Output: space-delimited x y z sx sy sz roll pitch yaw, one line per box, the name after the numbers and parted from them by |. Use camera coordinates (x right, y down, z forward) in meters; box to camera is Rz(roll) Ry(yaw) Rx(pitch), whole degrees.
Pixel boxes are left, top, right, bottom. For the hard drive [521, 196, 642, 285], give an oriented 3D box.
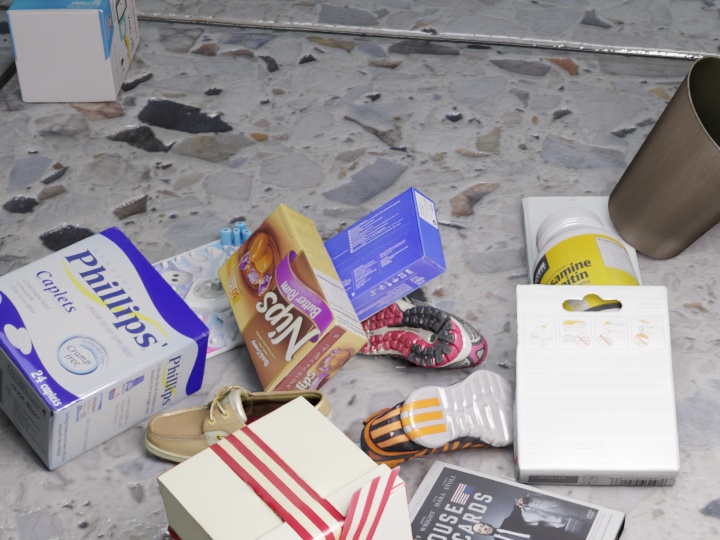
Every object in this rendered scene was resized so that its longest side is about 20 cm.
0.265 -0.027 1.808 0.130 0.027 0.201 0 34 3 | hard drive

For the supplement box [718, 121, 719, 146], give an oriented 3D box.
0.489 -0.162 1.835 0.109 0.202 0.086 4 33 9 | supplement box

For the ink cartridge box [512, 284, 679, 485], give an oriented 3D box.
0.233 0.115 1.507 0.160 0.050 0.203 0 61 4 | ink cartridge box

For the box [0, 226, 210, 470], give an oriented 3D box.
-0.291 0.076 1.576 0.199 0.106 0.184 -27 60 -34 | box

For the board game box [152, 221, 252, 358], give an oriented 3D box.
-0.175 0.023 1.760 0.198 0.026 0.200 -21 39 -26 | board game box

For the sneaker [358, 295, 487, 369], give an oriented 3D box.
0.053 0.069 1.647 0.074 0.082 0.199 18 4 -42 | sneaker

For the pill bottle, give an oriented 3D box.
0.250 0.025 1.637 0.110 0.113 0.201 -5 41 -4 | pill bottle

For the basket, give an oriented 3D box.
0.388 -0.116 1.752 0.134 0.201 0.182 11 49 -22 | basket

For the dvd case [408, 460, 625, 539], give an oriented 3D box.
0.133 0.255 1.403 0.197 0.025 0.151 13 37 21 | dvd case

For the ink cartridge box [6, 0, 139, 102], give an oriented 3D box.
-0.424 -0.363 2.232 0.144 0.148 0.201 0 35 4 | ink cartridge box

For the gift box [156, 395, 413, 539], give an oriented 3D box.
-0.044 0.234 1.295 0.199 0.186 0.186 -31 41 -20 | gift box

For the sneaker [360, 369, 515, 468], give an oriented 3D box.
0.075 0.152 1.508 0.111 0.079 0.198 -25 -20 40 | sneaker

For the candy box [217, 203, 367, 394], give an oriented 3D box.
-0.077 0.038 1.624 0.056 0.117 0.201 29 25 -40 | candy box

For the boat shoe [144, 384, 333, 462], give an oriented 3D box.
-0.125 0.151 1.532 0.197 0.067 0.074 -4 34 -2 | boat shoe

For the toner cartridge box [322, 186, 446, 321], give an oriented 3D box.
0.000 0.000 1.642 0.199 0.043 0.096 -31 49 29 | toner cartridge box
